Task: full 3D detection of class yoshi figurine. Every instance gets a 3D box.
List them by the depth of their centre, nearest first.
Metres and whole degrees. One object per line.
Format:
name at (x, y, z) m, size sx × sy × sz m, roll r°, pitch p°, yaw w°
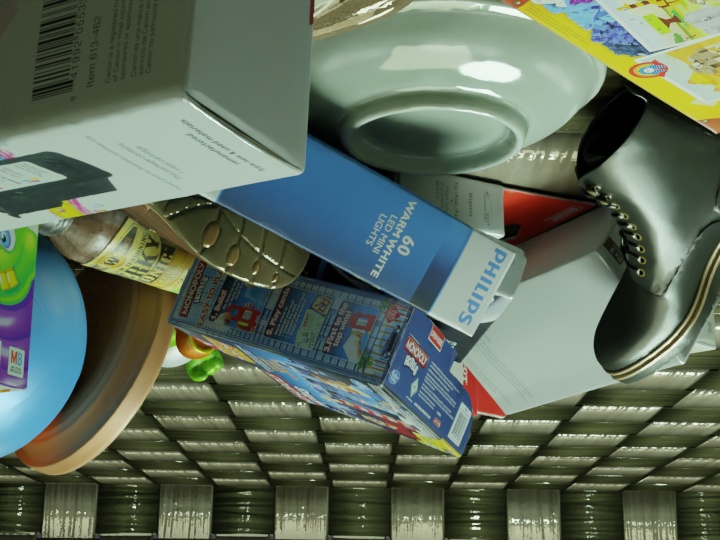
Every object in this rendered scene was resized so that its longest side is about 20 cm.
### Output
yoshi figurine at (-0.180, 0.078, 1.115) m, size 0.199 × 0.112 × 0.113 m, roll -17°, pitch 125°, yaw 39°

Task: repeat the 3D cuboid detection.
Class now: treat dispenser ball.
treat dispenser ball at (-0.308, 0.047, 0.982) m, size 0.199 × 0.203 × 0.201 m, roll 1°, pitch 164°, yaw 0°

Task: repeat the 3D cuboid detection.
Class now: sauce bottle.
sauce bottle at (-0.182, -0.029, 0.960) m, size 0.064 × 0.065 × 0.199 m, roll -12°, pitch 160°, yaw 38°

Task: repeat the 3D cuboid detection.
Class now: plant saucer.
plant saucer at (0.041, -0.096, 0.746) m, size 0.198 × 0.051 × 0.200 m, roll 1°, pitch 163°, yaw 0°
plant saucer at (-0.227, 0.069, 1.070) m, size 0.199 × 0.202 × 0.032 m, roll -14°, pitch 142°, yaw 42°

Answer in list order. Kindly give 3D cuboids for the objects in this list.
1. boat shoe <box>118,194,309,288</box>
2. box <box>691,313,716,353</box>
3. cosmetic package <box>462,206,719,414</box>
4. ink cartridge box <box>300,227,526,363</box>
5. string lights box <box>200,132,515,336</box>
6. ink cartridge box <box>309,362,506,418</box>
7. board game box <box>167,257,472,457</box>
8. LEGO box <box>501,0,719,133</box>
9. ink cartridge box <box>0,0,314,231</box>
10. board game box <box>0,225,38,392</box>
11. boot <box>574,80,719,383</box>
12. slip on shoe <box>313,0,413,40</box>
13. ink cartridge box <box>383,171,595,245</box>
boat shoe at (-0.117, -0.057, 0.818) m, size 0.199 × 0.072 × 0.067 m, roll 33°, pitch 172°, yaw -28°
box at (0.205, 0.040, 1.154) m, size 0.199 × 0.078 × 0.095 m, roll -14°, pitch 159°, yaw 41°
cosmetic package at (0.163, 0.031, 1.016) m, size 0.113 × 0.081 × 0.199 m, roll 51°, pitch 140°, yaw -13°
ink cartridge box at (0.000, 0.000, 0.938) m, size 0.197 × 0.044 × 0.200 m, roll 24°, pitch 157°, yaw 0°
string lights box at (-0.018, -0.039, 0.760) m, size 0.199 × 0.059 × 0.103 m, roll 28°, pitch -178°, yaw -21°
ink cartridge box at (0.046, 0.076, 1.219) m, size 0.199 × 0.117 × 0.067 m, roll 15°, pitch 158°, yaw -38°
board game box at (-0.029, 0.056, 0.951) m, size 0.199 × 0.062 × 0.200 m, roll 18°, pitch 166°, yaw 25°
LEGO box at (0.165, -0.138, 0.542) m, size 0.148 × 0.078 × 0.199 m, roll -14°, pitch 158°, yaw 40°
ink cartridge box at (-0.123, -0.104, 0.545) m, size 0.199 × 0.147 × 0.083 m, roll -8°, pitch 159°, yaw 29°
board game box at (-0.236, -0.041, 0.672) m, size 0.104 × 0.202 × 0.103 m, roll -8°, pitch 162°, yaw 26°
boot at (0.171, -0.026, 0.836) m, size 0.137 × 0.078 × 0.201 m, roll 15°, pitch 116°, yaw -27°
slip on shoe at (-0.066, -0.126, 0.610) m, size 0.199 × 0.077 × 0.061 m, roll -16°, pitch 152°, yaw 25°
ink cartridge box at (0.058, -0.020, 1.021) m, size 0.172 × 0.044 × 0.200 m, roll 10°, pitch 162°, yaw -24°
